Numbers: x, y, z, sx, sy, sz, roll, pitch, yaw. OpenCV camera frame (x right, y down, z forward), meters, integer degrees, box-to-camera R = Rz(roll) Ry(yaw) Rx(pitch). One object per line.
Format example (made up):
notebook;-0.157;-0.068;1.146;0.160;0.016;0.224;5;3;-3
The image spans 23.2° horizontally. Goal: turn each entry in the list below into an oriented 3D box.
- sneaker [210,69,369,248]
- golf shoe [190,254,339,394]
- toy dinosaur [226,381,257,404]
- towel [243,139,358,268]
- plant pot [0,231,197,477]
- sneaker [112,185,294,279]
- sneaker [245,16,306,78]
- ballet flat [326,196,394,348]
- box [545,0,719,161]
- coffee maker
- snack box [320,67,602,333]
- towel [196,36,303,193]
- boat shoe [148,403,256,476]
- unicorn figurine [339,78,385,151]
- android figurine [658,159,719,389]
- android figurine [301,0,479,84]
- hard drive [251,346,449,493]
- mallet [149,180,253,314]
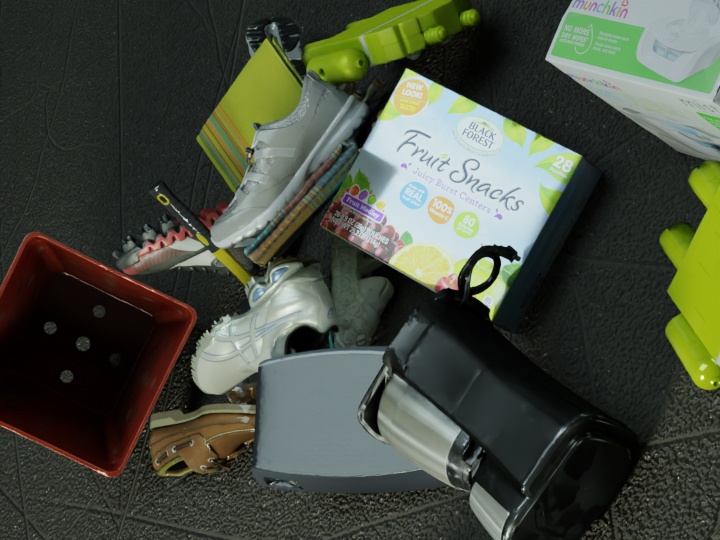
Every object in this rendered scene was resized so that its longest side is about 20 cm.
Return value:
sneaker;-0.082;-0.106;1.700;0.200;0.082;0.075;-48;0;5
golf shoe;-0.093;0.076;1.692;0.200;0.078;0.097;-50;62;38
toy dinosaur;-0.063;0.092;1.757;0.200;0.060;0.106;-21;74;51
towel;-0.053;-0.063;1.651;0.147;0.022;0.200;-49;-2;0
plant pot;-0.309;0.087;1.924;0.200;0.200;0.176;-64;6;-2
sneaker;-0.158;-0.024;1.851;0.200;0.098;0.071;-20;14;-9
sneaker;-0.080;-0.190;1.928;0.078;0.090;0.200;-7;44;-1
ballet flat;0.000;0.000;1.720;0.072;0.072;0.200;-31;48;36
box;0.280;-0.153;1.372;0.200;0.176;0.097;26;89;53
coffee maker;0.118;0.108;1.415;0.200;0.135;0.192;36;120;42
snack box;0.089;-0.065;1.582;0.200;0.068;0.169;31;92;27
towel;-0.110;-0.159;1.842;0.086;0.018;0.200;54;142;9
boat shoe;-0.146;0.175;1.789;0.200;0.072;0.068;-16;68;53
unicorn figurine;-0.027;-0.128;1.802;0.137;0.074;0.200;-57;-1;21
android figurine;0.292;0.009;1.332;0.200;0.041;0.182;-114;36;-46
android figurine;0.034;-0.233;1.743;0.182;0.041;0.200;-32;18;-36
hard drive;-0.008;0.133;1.589;0.200;0.042;0.135;-3;75;26
mallet;-0.134;-0.021;1.791;0.066;0.200;0.041;-22;30;29
